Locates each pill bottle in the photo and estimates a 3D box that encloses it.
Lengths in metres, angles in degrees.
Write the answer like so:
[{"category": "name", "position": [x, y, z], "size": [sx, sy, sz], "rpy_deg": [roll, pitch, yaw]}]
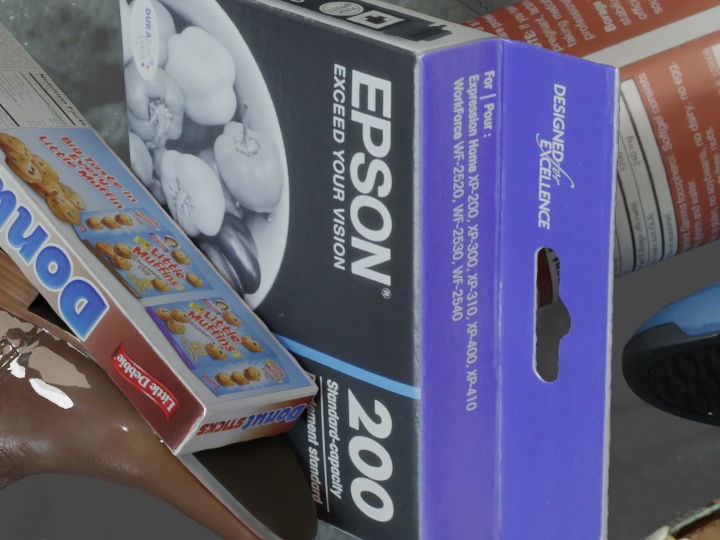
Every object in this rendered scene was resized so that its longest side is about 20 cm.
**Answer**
[{"category": "pill bottle", "position": [0.079, -0.050, 1.091], "size": [0.199, 0.112, 0.113], "rpy_deg": [-20, 71, -3]}]

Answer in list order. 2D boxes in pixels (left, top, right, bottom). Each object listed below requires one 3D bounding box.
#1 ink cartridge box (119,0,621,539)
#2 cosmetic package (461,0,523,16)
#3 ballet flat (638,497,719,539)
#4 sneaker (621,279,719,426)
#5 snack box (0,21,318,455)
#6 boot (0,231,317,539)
[{"category": "ink cartridge box", "position": [0.000, 0.000, 1.009], "size": [0.199, 0.199, 0.043], "rpy_deg": [20, 33, 37]}, {"category": "cosmetic package", "position": [0.007, -0.184, 1.121], "size": [0.200, 0.151, 0.052], "rpy_deg": [37, 75, 14]}, {"category": "ballet flat", "position": [0.143, 0.107, 1.056], "size": [0.199, 0.071, 0.069], "rpy_deg": [-31, 66, -7]}, {"category": "sneaker", "position": [0.195, 0.004, 1.084], "size": [0.199, 0.066, 0.079], "rpy_deg": [-15, 49, 20]}, {"category": "snack box", "position": [-0.100, -0.018, 1.014], "size": [0.200, 0.072, 0.024], "rpy_deg": [48, 115, 20]}, {"category": "boot", "position": [-0.136, 0.093, 1.051], "size": [0.186, 0.064, 0.200], "rpy_deg": [43, 114, 6]}]
